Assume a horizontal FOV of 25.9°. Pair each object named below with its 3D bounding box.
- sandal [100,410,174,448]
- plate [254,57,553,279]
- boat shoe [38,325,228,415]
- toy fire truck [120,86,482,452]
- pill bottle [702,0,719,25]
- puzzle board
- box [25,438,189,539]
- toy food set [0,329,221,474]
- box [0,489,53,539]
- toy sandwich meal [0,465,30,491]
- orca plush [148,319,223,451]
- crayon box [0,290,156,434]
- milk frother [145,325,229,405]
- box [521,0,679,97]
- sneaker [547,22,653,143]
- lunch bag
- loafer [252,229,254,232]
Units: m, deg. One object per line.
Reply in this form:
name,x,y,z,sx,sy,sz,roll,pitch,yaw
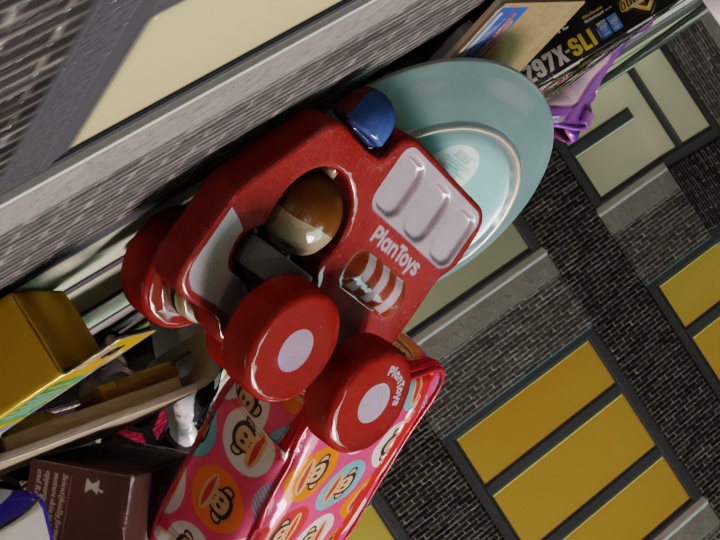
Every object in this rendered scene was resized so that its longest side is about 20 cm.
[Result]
sandal,-0.196,0.122,1.353,0.074,0.201,0.045,-12,135,-15
plate,0.032,-0.042,0.945,0.198,0.026,0.201,-18,142,-14
boat shoe,-0.206,0.083,1.324,0.198,0.065,0.072,-16,-142,-9
toy fire truck,-0.022,-0.011,0.854,0.169,0.112,0.200,-56,143,-5
pill bottle,0.314,-0.241,1.040,0.199,0.114,0.113,-33,179,21
puzzle board,0.046,-0.101,0.979,0.200,0.017,0.150,-46,168,25
box,-0.168,0.174,1.061,0.074,0.101,0.200,9,178,5
toy food set,-0.195,0.083,1.001,0.199,0.061,0.143,-19,175,-31
box,-0.269,0.228,0.913,0.198,0.186,0.105,0,-163,31
toy sandwich meal,-0.286,0.157,1.150,0.203,0.071,0.205,1,162,0
orca plush,-0.105,0.060,1.127,0.071,0.201,0.105,-22,-144,-22
crayon box,-0.210,0.068,0.814,0.199,0.052,0.126,-33,179,0
milk frother,-0.150,0.075,1.556,0.187,0.181,0.200,-33,-138,1
box,0.134,-0.157,1.199,0.159,0.050,0.200,-31,178,-21
sneaker,0.179,-0.161,1.361,0.199,0.089,0.080,-35,178,-11
lunch bag,-0.034,0.121,1.034,0.176,0.082,0.201,-14,140,-52
loafer,-0.085,-0.005,0.971,0.072,0.063,0.200,-32,179,8
